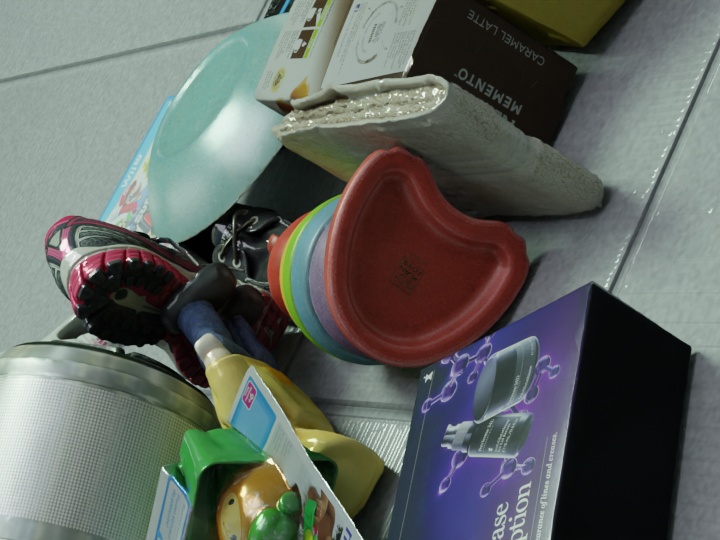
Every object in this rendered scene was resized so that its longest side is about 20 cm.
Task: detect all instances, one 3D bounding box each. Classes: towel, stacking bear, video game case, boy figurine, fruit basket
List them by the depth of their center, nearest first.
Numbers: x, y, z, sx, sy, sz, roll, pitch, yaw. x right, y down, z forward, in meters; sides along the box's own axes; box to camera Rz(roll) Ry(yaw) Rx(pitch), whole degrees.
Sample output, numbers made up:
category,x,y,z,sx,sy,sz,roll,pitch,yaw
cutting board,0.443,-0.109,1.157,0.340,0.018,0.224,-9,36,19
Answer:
category,x,y,z,sx,sy,sz,roll,pitch,yaw
fruit basket,-0.056,0.181,1.311,0.200,0.093,0.187,-121,40,-56
towel,0.043,-0.070,1.407,0.199,0.132,0.035,0,66,57
boy figurine,-0.055,0.078,1.444,0.064,0.124,0.200,-45,45,4
stacking bear,0.000,0.000,1.451,0.114,0.121,0.200,-57,16,-10
video game case,-0.145,-0.071,1.881,0.144,0.018,0.200,-62,26,-8

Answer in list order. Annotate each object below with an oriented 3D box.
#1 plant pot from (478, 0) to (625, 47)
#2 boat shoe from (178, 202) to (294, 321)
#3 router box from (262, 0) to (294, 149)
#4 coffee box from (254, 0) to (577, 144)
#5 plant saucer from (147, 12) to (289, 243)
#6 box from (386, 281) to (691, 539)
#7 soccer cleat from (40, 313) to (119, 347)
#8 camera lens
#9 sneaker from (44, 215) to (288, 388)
category,x,y,z,sx,sy,sz,roll,pitch,yaw
plant pot,0.090,-0.248,1.478,0.200,0.199,0.178,16,83,63
boat shoe,-0.077,-0.017,1.644,0.070,0.066,0.200,-59,25,-3
router box,-0.018,-0.188,1.745,0.149,0.051,0.201,-6,54,58
coffee box,0.032,-0.119,1.507,0.200,0.114,0.080,6,70,63
plant saucer,-0.100,-0.113,1.684,0.201,0.039,0.202,-42,25,26
box,0.083,0.126,1.190,0.141,0.079,0.201,-33,35,45
soccer cleat,-0.212,0.094,1.754,0.086,0.070,0.200,-50,26,15
camera lens,-0.179,0.155,1.462,0.160,0.159,0.201,-17,53,53
sneaker,-0.122,0.015,1.546,0.081,0.200,0.075,-49,49,8
